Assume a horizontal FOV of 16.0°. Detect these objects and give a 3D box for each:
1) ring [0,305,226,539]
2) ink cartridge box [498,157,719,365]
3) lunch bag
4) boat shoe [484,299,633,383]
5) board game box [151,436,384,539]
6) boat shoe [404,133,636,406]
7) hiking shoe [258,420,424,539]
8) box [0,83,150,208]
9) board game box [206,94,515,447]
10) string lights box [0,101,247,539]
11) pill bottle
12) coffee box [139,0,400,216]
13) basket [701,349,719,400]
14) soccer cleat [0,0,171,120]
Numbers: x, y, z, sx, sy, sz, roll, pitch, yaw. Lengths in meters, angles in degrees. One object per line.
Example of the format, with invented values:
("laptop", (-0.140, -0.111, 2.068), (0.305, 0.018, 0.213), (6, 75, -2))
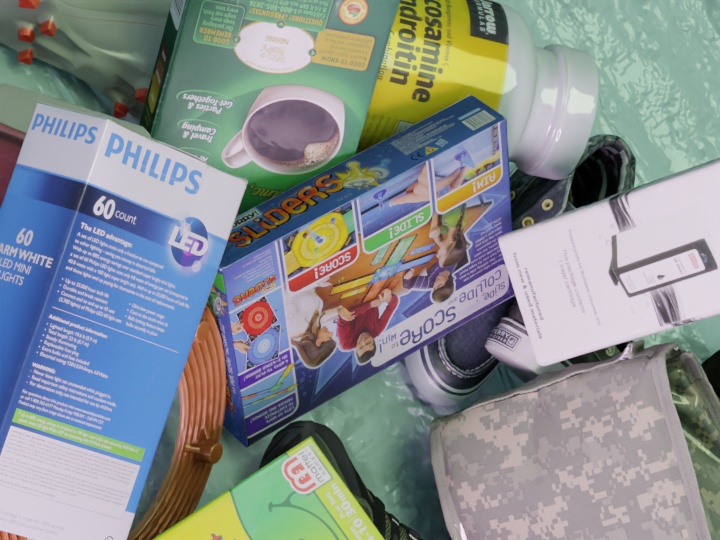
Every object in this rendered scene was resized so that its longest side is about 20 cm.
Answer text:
("ring", (-0.131, 0.099, 1.352), (0.200, 0.019, 0.201), (-33, 133, -45))
("ink cartridge box", (0.205, -0.019, 1.472), (0.146, 0.200, 0.084), (-15, 86, -51))
("lunch bag", (0.146, 0.149, 1.506), (0.118, 0.164, 0.200), (-23, 93, -62))
("boat shoe", (0.157, 0.074, 1.585), (0.064, 0.071, 0.200), (-54, 131, -7))
("board game box", (-0.076, 0.181, 1.352), (0.200, 0.048, 0.102), (-31, 83, -36))
("boat shoe", (0.099, -0.007, 1.589), (0.071, 0.091, 0.200), (42, 54, -18))
("hiking shoe", (0.008, 0.175, 1.483), (0.101, 0.076, 0.200), (-25, 93, -56))
("box", (-0.201, 0.013, 1.317), (0.200, 0.109, 0.128), (-41, 138, -39))
("board game box", (0.000, 0.000, 1.468), (0.200, 0.034, 0.136), (-28, 134, -25))
("string lights box", (-0.137, 0.031, 1.249), (0.103, 0.059, 0.200), (24, 83, -46))
("pill bottle", (0.036, -0.115, 1.539), (0.200, 0.112, 0.112), (12, 67, -17))
("coffee box", (-0.058, -0.097, 1.439), (0.123, 0.200, 0.044), (7, 25, -18))
("basket", (0.298, 0.139, 1.665), (0.200, 0.136, 0.180), (50, 42, -7))
("soccer cleat", (-0.162, -0.150, 1.465), (0.200, 0.069, 0.078), (34, 52, -31))
